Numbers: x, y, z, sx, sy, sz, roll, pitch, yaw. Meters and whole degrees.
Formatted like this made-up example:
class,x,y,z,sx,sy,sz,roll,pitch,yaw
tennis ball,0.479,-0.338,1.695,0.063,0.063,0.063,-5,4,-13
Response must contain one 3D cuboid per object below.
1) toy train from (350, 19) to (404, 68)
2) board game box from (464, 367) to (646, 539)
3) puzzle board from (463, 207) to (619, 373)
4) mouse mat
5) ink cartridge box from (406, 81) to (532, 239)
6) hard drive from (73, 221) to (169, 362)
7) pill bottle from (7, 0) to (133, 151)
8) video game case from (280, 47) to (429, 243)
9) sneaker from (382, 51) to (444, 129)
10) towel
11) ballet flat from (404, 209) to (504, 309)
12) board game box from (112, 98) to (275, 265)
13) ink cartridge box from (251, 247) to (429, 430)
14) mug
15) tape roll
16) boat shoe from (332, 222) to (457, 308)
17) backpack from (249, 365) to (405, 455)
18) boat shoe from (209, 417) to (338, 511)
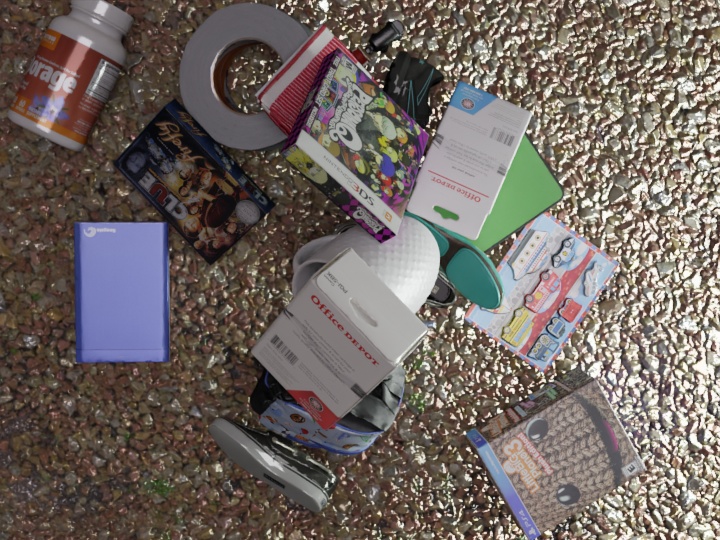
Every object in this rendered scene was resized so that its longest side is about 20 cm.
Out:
class,x,y,z,sx,sy,sz,roll,pitch,yaw
toy train,-0.016,-0.290,1.570,0.200,0.046,0.034,-39,96,-1
board game box,0.282,0.265,1.607,0.200,0.097,0.160,-31,96,-2
puzzle board,0.269,0.030,1.631,0.151,0.017,0.200,34,90,-6
mouse mat,0.179,-0.119,1.614,0.200,0.008,0.161,-34,93,0
ink cartridge box,0.149,-0.152,1.569,0.116,0.067,0.200,24,86,-1
hard drive,-0.340,0.030,1.574,0.132,0.025,0.200,0,94,-5
pill bottle,-0.391,-0.274,1.507,0.112,0.112,0.200,25,91,-6
video game case,-0.002,-0.162,1.418,0.181,0.200,0.036,42,134,-23
sneaker,0.057,-0.208,1.568,0.079,0.075,0.200,19,92,-8
towel,-0.030,-0.210,1.485,0.144,0.023,0.200,-49,115,-11
ballet flat,0.136,-0.028,1.575,0.200,0.070,0.067,41,122,5
board game box,-0.232,-0.120,1.535,0.200,0.035,0.135,46,123,-6
ink cartridge box,-0.028,0.087,1.364,0.147,0.200,0.083,47,49,3
mug,0.000,0.000,1.477,0.175,0.200,0.148,-39,135,-39
tape roll,-0.146,-0.266,1.526,0.200,0.066,0.201,1,95,10
boat shoe,0.052,-0.009,1.586,0.200,0.064,0.071,28,91,-6
backpack,-0.041,0.164,1.528,0.190,0.154,0.200,26,54,-1
boat shoe,-0.124,0.266,1.586,0.200,0.071,0.064,35,59,2
